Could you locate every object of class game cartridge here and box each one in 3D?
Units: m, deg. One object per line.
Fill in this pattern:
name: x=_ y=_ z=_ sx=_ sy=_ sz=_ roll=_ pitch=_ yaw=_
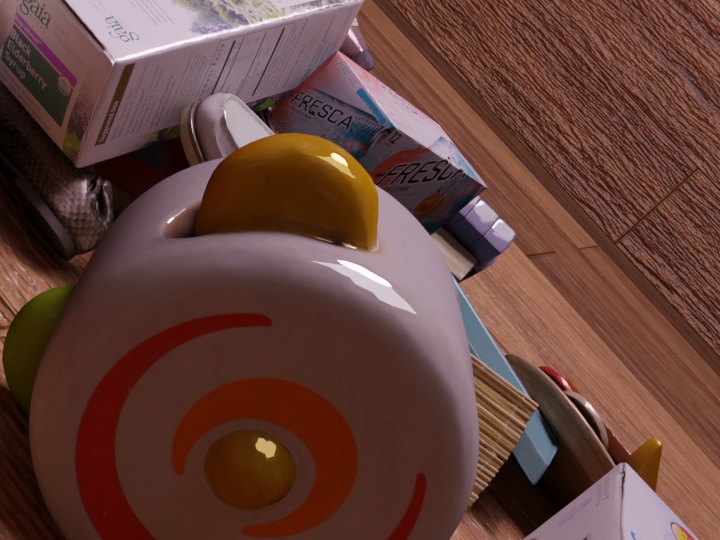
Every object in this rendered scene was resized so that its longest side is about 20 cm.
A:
game cartridge: x=0.038 y=-0.036 z=1.002 sx=0.130 sy=0.038 sz=0.200 roll=48 pitch=-25 yaw=-3

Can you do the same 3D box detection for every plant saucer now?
plant saucer: x=0.086 y=0.060 z=0.872 sx=0.200 sy=0.019 sz=0.070 roll=57 pitch=20 yaw=4

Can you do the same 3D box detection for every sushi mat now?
sushi mat: x=0.029 y=0.080 z=0.789 sx=0.200 sy=0.096 sz=0.012 roll=38 pitch=-4 yaw=-27

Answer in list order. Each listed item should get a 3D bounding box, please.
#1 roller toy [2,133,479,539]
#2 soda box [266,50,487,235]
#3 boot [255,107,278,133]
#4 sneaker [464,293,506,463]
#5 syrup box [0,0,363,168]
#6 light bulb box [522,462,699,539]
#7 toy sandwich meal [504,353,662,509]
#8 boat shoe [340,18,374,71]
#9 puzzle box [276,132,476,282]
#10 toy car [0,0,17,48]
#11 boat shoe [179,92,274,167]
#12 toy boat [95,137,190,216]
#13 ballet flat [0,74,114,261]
roller toy: x=-0.040 y=0.052 z=0.506 sx=0.182 sy=0.200 sz=0.140 roll=47 pitch=16 yaw=-18
soda box: x=0.018 y=-0.079 z=0.802 sx=0.068 sy=0.064 sz=0.200 roll=55 pitch=14 yaw=19
boot: x=-0.091 y=-0.049 z=0.729 sx=0.200 sy=0.072 sz=0.167 roll=38 pitch=45 yaw=-72
sneaker: x=0.073 y=0.089 z=0.937 sx=0.082 sy=0.078 sz=0.200 roll=46 pitch=23 yaw=-23
syrup box: x=-0.099 y=-0.135 z=0.679 sx=0.079 sy=0.081 sz=0.200 roll=47 pitch=44 yaw=16
light bulb box: x=0.174 y=0.249 z=0.684 sx=0.200 sy=0.125 sz=0.198 roll=47 pitch=16 yaw=0
toy sandwich meal: x=0.185 y=0.142 z=0.960 sx=0.205 sy=0.070 sz=0.205 roll=56 pitch=-11 yaw=16
boat shoe: x=-0.056 y=-0.145 z=0.998 sx=0.072 sy=0.200 sz=0.065 roll=-24 pitch=82 yaw=-41
puzzle box: x=-0.007 y=-0.048 z=0.981 sx=0.200 sy=0.025 sz=0.133 roll=43 pitch=-24 yaw=-1
toy car: x=-0.276 y=-0.147 z=0.523 sx=0.200 sy=0.184 sz=0.177 roll=-28 pitch=73 yaw=-43
boat shoe: x=-0.023 y=-0.029 z=0.682 sx=0.200 sy=0.068 sz=0.075 roll=51 pitch=29 yaw=-32
toy boat: x=-0.154 y=-0.136 z=0.782 sx=0.130 sy=0.131 sz=0.200 roll=33 pitch=20 yaw=-36
ballet flat: x=-0.202 y=-0.093 z=0.670 sx=0.200 sy=0.046 sz=0.067 roll=51 pitch=-18 yaw=11
